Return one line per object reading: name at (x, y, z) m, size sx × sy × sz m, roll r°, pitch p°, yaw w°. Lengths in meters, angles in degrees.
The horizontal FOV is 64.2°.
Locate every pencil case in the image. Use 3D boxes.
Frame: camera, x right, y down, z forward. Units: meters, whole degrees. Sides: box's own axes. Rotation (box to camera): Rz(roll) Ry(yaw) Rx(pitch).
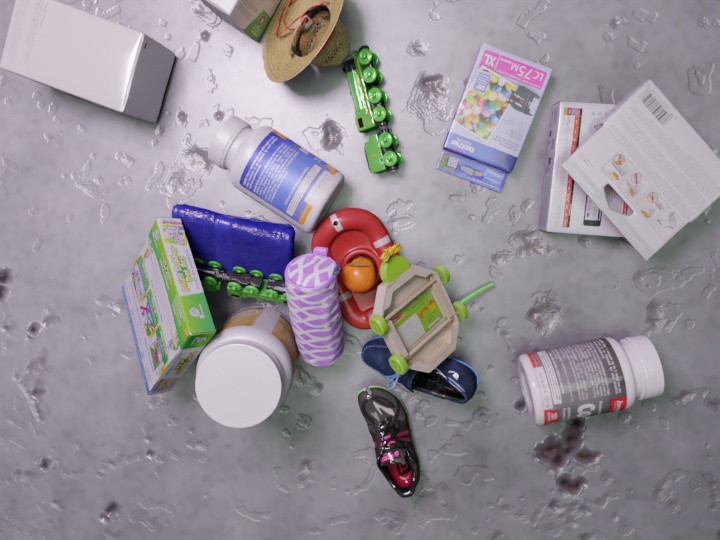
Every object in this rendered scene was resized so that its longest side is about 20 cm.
pencil case at (-0.068, 0.061, 0.890) m, size 0.083 × 0.086 × 0.201 m, roll 8°, pitch 134°, yaw 9°

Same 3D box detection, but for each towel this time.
towel at (-0.202, -0.035, 0.936) m, size 0.198 × 0.050 × 0.149 m, roll 13°, pitch 136°, yaw 3°

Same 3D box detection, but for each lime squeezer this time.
lime squeezer at (0.147, 0.095, 0.955) m, size 0.070 × 0.038 × 0.201 m, roll 28°, pitch 97°, yaw 0°

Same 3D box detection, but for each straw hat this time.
straw hat at (-0.061, -0.357, 0.881) m, size 0.085 × 0.201 × 0.202 m, roll 24°, pitch 101°, yaw -41°

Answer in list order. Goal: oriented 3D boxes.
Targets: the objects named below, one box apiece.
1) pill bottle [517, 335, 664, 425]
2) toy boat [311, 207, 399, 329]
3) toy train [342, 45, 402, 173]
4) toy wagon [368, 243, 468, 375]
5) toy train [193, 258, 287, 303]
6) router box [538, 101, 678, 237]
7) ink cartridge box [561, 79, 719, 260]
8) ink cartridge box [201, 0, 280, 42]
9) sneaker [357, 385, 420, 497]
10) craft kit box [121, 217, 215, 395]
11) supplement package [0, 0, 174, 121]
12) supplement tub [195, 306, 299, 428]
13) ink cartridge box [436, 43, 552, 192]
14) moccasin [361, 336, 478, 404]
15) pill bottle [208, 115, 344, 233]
pill bottle at (0.361, 0.171, 0.910) m, size 0.198 × 0.114 × 0.115 m, roll -13°, pitch 96°, yaw 6°
toy boat at (0.000, 0.000, 0.905) m, size 0.129 × 0.131 × 0.202 m, roll -27°, pitch 95°, yaw 6°
toy train at (0.017, -0.251, 0.912) m, size 0.056 × 0.042 × 0.202 m, roll -14°, pitch 92°, yaw 23°
toy wagon at (0.080, 0.053, 0.874) m, size 0.155 × 0.039 × 0.201 m, roll -35°, pitch 106°, yaw -29°
toy train at (-0.188, 0.023, 0.926) m, size 0.198 × 0.057 × 0.042 m, roll 12°, pitch 59°, yaw 1°
router box at (0.384, -0.154, 0.901) m, size 0.177 × 0.049 × 0.203 m, roll 5°, pitch 97°, yaw 3°
ink cartridge box at (0.421, -0.145, 0.852) m, size 0.173 × 0.044 × 0.200 m, roll -43°, pitch 94°, yaw 7°
ink cartridge box at (-0.156, -0.467, 0.850) m, size 0.087 × 0.145 × 0.201 m, roll 34°, pitch 99°, yaw 2°
sneaker at (0.054, 0.285, 0.961) m, size 0.076 × 0.084 × 0.202 m, roll -24°, pitch 95°, yaw 6°
craft kit box at (-0.304, 0.057, 0.888) m, size 0.198 × 0.048 × 0.202 m, roll -47°, pitch 58°, yaw 42°
supplement package at (-0.417, -0.326, 0.891) m, size 0.198 × 0.121 × 0.121 m, roll 20°, pitch 98°, yaw 2°
supplement tub at (-0.172, 0.145, 0.896) m, size 0.143 × 0.200 × 0.147 m, roll 0°, pitch 99°, yaw -1°
ink cartridge box at (0.208, -0.238, 0.909) m, size 0.118 × 0.042 × 0.202 m, roll 21°, pitch 100°, yaw 2°
moccasin at (0.091, 0.159, 0.931) m, size 0.198 × 0.068 × 0.081 m, roll 11°, pitch 119°, yaw 18°
pill bottle at (-0.134, -0.156, 0.905) m, size 0.199 × 0.112 × 0.113 m, roll 33°, pitch 98°, yaw -1°
